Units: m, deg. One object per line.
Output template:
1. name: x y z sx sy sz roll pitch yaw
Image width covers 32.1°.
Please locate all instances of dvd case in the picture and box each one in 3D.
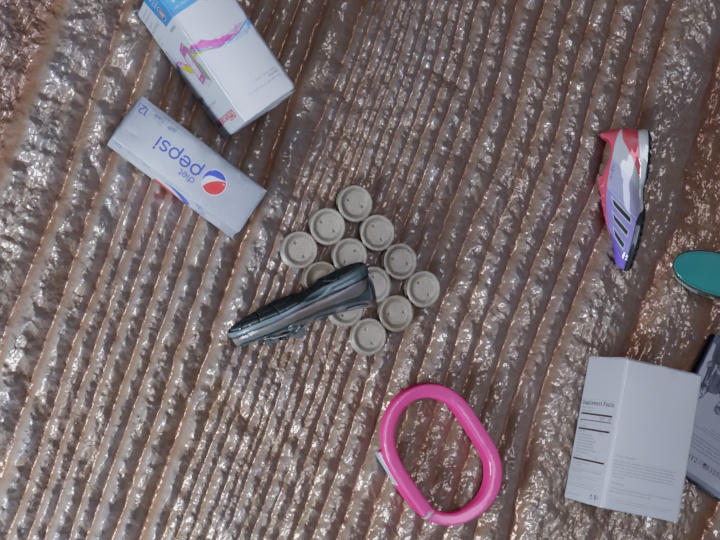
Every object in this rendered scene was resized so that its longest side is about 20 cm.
1. dvd case: 0.522 0.216 1.808 0.150 0.025 0.201 33 79 -13

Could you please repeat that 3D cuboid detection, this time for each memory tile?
1. memory tile: 0.000 0.000 1.667 0.153 0.017 0.200 -41 99 -14

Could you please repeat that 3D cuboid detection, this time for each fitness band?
1. fitness band: 0.106 0.247 1.676 0.143 0.037 0.201 -36 98 -15

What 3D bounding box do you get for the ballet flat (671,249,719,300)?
1. ballet flat: 0.548 0.013 1.790 0.198 0.071 0.070 7 87 21

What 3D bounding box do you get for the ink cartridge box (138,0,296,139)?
1. ink cartridge box: -0.181 -0.275 1.559 0.084 0.144 0.201 -38 98 -15

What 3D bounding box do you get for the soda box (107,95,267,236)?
1. soda box: -0.220 -0.129 1.583 0.199 0.063 0.069 37 77 -12

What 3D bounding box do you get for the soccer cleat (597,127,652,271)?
1. soccer cleat: 0.366 -0.101 1.764 0.072 0.068 0.202 5 89 8

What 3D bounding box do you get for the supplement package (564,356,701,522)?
1. supplement package: 0.372 0.228 1.713 0.120 0.120 0.202 13 84 -14

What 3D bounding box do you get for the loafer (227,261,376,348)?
1. loafer: -0.071 0.059 1.608 0.199 0.072 0.063 -27 104 -5
